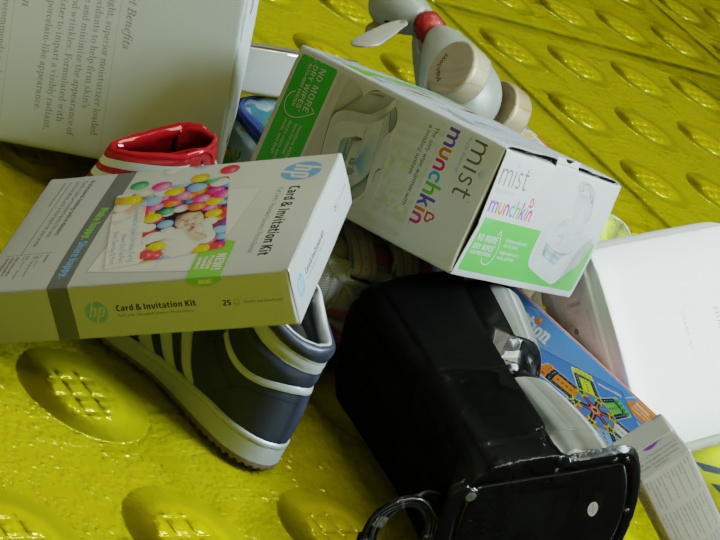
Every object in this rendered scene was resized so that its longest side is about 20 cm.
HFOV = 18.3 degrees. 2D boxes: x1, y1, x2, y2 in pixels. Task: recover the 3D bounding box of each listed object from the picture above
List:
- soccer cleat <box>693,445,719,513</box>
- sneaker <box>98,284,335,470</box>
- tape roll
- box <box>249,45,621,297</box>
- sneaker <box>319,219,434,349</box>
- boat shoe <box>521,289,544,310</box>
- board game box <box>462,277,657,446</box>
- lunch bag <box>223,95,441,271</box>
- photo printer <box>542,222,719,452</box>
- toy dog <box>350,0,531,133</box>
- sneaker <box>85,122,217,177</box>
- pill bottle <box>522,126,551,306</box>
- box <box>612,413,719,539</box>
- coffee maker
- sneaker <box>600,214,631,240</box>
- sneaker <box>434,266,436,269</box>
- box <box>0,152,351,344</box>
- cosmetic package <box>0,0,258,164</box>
[{"bbox_3d":[0.264,0.164,1.696,0.083,0.065,0.201,-1,35,-16],"label":"soccer cleat"},{"bbox_3d":[-0.099,0.022,1.410,0.200,0.109,0.070,41,22,21],"label":"sneaker"},{"bbox_3d":[-0.100,-0.167,1.800,0.201,0.037,0.203,8,6,-1],"label":"tape roll"},{"bbox_3d":[0.056,-0.067,1.531,0.176,0.097,0.200,29,8,27],"label":"box"},{"bbox_3d":[0.000,0.000,1.520,0.200,0.088,0.082,42,32,-55],"label":"sneaker"},{"bbox_3d":[0.104,0.051,1.695,0.071,0.076,0.200,11,27,-14],"label":"boat shoe"},{"bbox_3d":[0.122,0.090,1.581,0.200,0.103,0.019,44,1,26],"label":"board game box"},{"bbox_3d":[-0.012,-0.062,1.755,0.199,0.083,0.161,5,37,-48],"label":"lunch bag"},{"bbox_3d":[0.237,0.051,1.656,0.199,0.069,0.167,-9,82,-39],"label":"photo printer"},{"bbox_3d":[0.053,-0.155,1.817,0.132,0.096,0.200,41,6,-23],"label":"toy dog"},{"bbox_3d":[-0.096,-0.025,1.505,0.199,0.116,0.078,22,23,-25],"label":"sneaker"},{"bbox_3d":[0.116,-0.068,1.894,0.116,0.117,0.200,6,33,-49],"label":"pill bottle"},{"bbox_3d":[0.219,0.169,1.490,0.039,0.041,0.200,55,-2,42],"label":"box"},{"bbox_3d":[0.057,0.097,1.433,0.191,0.135,0.200,16,26,-35],"label":"coffee maker"},{"bbox_3d":[0.188,0.058,1.777,0.075,0.105,0.201,8,60,-5],"label":"sneaker"},{"bbox_3d":[-0.035,-0.007,1.612,0.199,0.079,0.075,11,15,-18],"label":"sneaker"},{"bbox_3d":[-0.118,-0.014,1.369,0.199,0.041,0.156,-3,28,15],"label":"box"},{"bbox_3d":[-0.177,-0.183,1.598,0.199,0.166,0.165,11,23,-3],"label":"cosmetic package"}]
